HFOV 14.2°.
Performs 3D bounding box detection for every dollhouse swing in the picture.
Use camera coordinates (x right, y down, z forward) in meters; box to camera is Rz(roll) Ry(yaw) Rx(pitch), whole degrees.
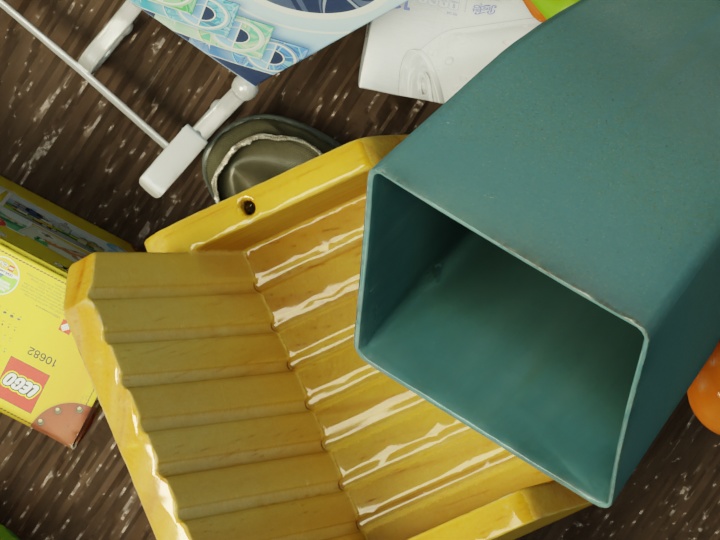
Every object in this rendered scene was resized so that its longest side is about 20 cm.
[{"bbox_3d":[-0.011,0.045,1.335,0.181,0.176,0.200,-24,79,8],"label":"dollhouse swing"}]

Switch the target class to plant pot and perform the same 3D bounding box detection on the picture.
[{"bbox_3d":[0.113,-0.032,1.295,0.141,0.141,0.200,31,58,18],"label":"plant pot"}]

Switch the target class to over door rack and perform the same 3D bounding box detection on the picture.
[{"bbox_3d":[-0.124,-0.111,1.381,0.148,0.200,0.067,40,95,-4],"label":"over door rack"}]

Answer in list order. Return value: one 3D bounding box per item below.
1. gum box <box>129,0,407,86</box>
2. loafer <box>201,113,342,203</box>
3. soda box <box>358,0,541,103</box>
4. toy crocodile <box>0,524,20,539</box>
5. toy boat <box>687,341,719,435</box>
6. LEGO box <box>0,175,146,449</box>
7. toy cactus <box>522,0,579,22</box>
[{"bbox_3d":[-0.047,-0.174,1.296,0.170,0.200,0.045,33,55,-28],"label":"gum box"},{"bbox_3d":[0.000,0.000,1.459,0.200,0.070,0.075,44,98,-5],"label":"loafer"},{"bbox_3d":[0.101,-0.105,1.441,0.199,0.068,0.064,11,99,0],"label":"soda box"},{"bbox_3d":[-0.226,0.130,1.470,0.067,0.062,0.200,-41,71,8],"label":"toy crocodile"},{"bbox_3d":[0.184,0.020,1.410,0.199,0.131,0.131,-4,62,4],"label":"toy boat"},{"bbox_3d":[-0.203,-0.004,1.427,0.200,0.149,0.077,28,99,-2],"label":"LEGO box"},{"bbox_3d":[0.047,-0.185,1.387,0.165,0.102,0.200,-20,73,-6],"label":"toy cactus"}]
